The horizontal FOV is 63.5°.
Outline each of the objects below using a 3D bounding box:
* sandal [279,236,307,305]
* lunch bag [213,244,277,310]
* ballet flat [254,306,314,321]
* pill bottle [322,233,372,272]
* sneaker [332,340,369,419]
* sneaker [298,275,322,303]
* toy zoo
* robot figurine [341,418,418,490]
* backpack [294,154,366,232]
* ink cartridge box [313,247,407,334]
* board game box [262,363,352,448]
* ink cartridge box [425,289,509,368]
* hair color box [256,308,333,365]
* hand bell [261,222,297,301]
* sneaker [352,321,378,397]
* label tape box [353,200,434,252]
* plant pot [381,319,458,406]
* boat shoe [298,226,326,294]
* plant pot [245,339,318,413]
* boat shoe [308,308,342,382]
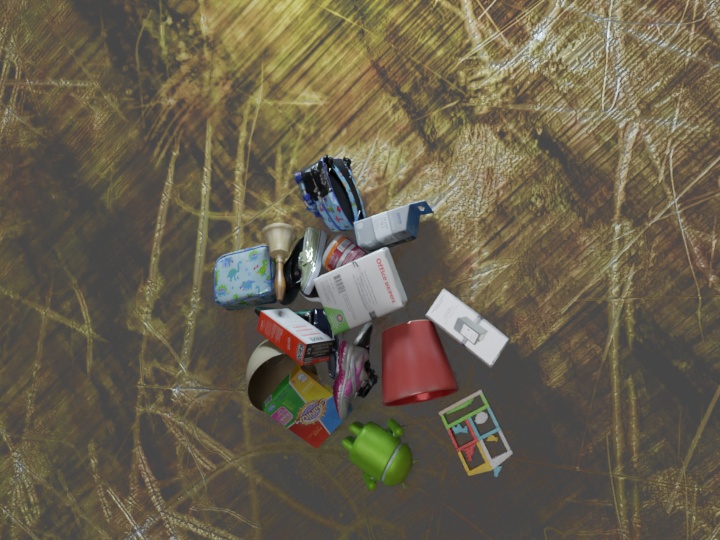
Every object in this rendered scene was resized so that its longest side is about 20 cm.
[{"bbox_3d":[-0.181,-0.004,1.613,0.074,0.048,0.206,27,73,-19],"label":"sandal"},{"bbox_3d":[-0.321,0.020,1.665,0.194,0.082,0.166,-13,69,16],"label":"lunch bag"},{"bbox_3d":[-0.212,0.143,1.638,0.193,0.068,0.071,3,94,18],"label":"ballet flat"},{"bbox_3d":[0.000,0.000,1.562,0.198,0.109,0.111,37,95,17],"label":"pill bottle"},{"bbox_3d":[-0.020,0.285,1.486,0.085,0.081,0.207,7,102,-13],"label":"sneaker"},{"bbox_3d":[-0.091,0.068,1.609,0.196,0.084,0.074,17,75,40],"label":"sneaker"},{"bbox_3d":[0.298,0.425,1.475,0.129,0.020,0.205,-29,77,13],"label":"toy zoo"},{"bbox_3d":[0.049,0.471,1.497,0.196,0.116,0.179,27,88,17],"label":"robot figurine"},{"bbox_3d":[-0.071,-0.193,1.575,0.132,0.182,0.205,-24,90,21],"label":"backpack"},{"bbox_3d":[0.003,0.050,1.453,0.195,0.084,0.150,-22,92,14],"label":"ink cartridge box"},{"bbox_3d":[-0.139,0.361,1.545,0.199,0.040,0.153,41,97,-24],"label":"board game box"},{"bbox_3d":[0.270,0.144,1.446,0.198,0.145,0.085,38,94,16],"label":"ink cartridge box"},{"bbox_3d":[-0.172,0.168,1.508,0.197,0.100,0.063,28,109,40],"label":"hair color box"},{"bbox_3d":[-0.219,-0.012,1.561,0.101,0.105,0.206,-12,59,15],"label":"hand bell"},{"bbox_3d":[0.016,0.246,1.557,0.097,0.070,0.206,24,98,16],"label":"sneaker"},{"bbox_3d":[0.095,-0.113,1.526,0.194,0.143,0.068,-15,80,15],"label":"label tape box"},{"bbox_3d":[0.136,0.232,1.467,0.194,0.200,0.183,-15,70,15],"label":"plant pot"},{"bbox_3d":[-0.141,-0.028,1.593,0.060,0.072,0.205,19,54,-14],"label":"boat shoe"},{"bbox_3d":[-0.228,0.264,1.582,0.201,0.199,0.135,-47,39,7],"label":"plant pot"},{"bbox_3d":[-0.095,0.197,1.558,0.074,0.090,0.206,-38,51,48],"label":"boat shoe"}]
